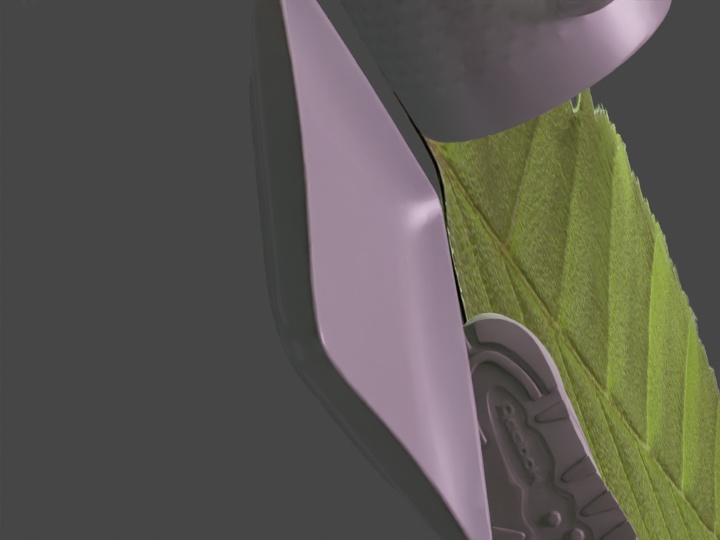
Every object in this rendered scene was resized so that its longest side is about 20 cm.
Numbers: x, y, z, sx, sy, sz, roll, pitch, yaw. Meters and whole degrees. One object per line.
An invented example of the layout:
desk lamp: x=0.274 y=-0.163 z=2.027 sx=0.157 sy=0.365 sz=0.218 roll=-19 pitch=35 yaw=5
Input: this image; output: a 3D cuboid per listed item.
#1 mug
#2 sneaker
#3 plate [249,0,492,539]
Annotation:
mug: x=0.060 y=-0.172 z=0.976 sx=0.176 sy=0.148 sz=0.200 roll=57 pitch=-16 yaw=-21
sneaker: x=0.092 y=0.116 z=0.986 sx=0.081 sy=0.076 sz=0.201 roll=0 pitch=75 yaw=-85
plate: x=0.000 y=0.000 z=0.842 sx=0.200 sy=0.032 sz=0.200 roll=53 pitch=24 yaw=-51
